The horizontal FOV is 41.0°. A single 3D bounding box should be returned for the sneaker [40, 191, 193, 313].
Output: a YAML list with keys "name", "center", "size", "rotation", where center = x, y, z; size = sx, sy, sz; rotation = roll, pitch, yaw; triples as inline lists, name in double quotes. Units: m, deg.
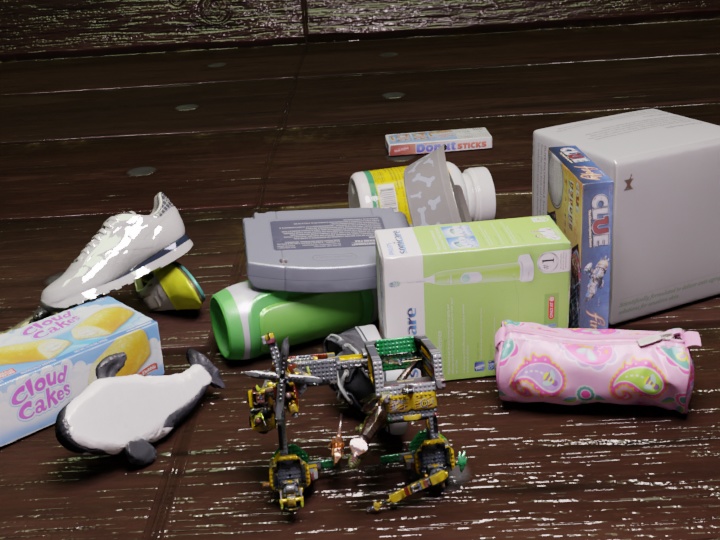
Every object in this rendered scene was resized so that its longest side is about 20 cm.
- name: "sneaker"
  center: [-0.300, -0.018, 1.153]
  size: [0.198, 0.082, 0.076]
  rotation: [-32, 14, -30]

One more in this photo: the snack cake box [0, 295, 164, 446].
- name: "snack cake box"
  center: [-0.326, 0.102, 1.035]
  size: [0.198, 0.069, 0.114]
  rotation: [-23, 31, -39]

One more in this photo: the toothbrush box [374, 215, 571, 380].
- name: "toothbrush box"
  center: [0.118, 0.031, 1.031]
  size: [0.195, 0.149, 0.086]
  rotation: [-6, 23, -5]

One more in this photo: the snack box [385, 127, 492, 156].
- name: "snack box"
  center: [0.147, -0.245, 1.823]
  size: [0.195, 0.025, 0.072]
  rotation: [-5, 24, -3]

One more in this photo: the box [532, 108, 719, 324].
- name: "box"
  center: [0.333, -0.073, 1.172]
  size: [0.195, 0.205, 0.171]
  rotation: [-12, 22, -21]

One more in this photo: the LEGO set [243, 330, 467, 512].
- name: "LEGO set"
  center: [-0.001, 0.130, 0.811]
  size: [0.195, 0.158, 0.116]
  rotation: [2, 5, -4]

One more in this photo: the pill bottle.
- name: "pill bottle"
  center: [0.087, -0.094, 1.369]
  size: [0.195, 0.115, 0.113]
  rotation: [-8, 23, -9]

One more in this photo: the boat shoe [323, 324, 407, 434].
- name: "boat shoe"
  center: [0.000, 0.108, 0.966]
  size: [0.066, 0.073, 0.200]
  rotation: [-6, 21, -10]

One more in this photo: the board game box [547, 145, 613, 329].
- name: "board game box"
  center: [0.238, -0.020, 1.060]
  size: [0.034, 0.204, 0.136]
  rotation: [-5, 23, -3]

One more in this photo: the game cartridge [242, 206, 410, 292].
- name: "game cartridge"
  center: [-0.035, -0.025, 1.103]
  size: [0.195, 0.042, 0.134]
  rotation: [-3, 29, -8]

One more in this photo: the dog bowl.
- name: "dog bowl"
  center: [0.104, -0.046, 1.165]
  size: [0.057, 0.204, 0.201]
  rotation: [-15, 21, 11]

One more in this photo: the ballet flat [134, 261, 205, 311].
- name: "ballet flat"
  center: [-0.255, 0.018, 1.243]
  size: [0.066, 0.068, 0.200]
  rotation: [-33, 28, -12]

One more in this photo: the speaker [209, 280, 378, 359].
- name: "speaker"
  center: [-0.070, 0.041, 1.113]
  size: [0.196, 0.090, 0.088]
  rotation: [-14, 25, -23]

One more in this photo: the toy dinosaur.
- name: "toy dinosaur"
  center: [-0.378, 0.056, 1.185]
  size: [0.197, 0.049, 0.087]
  rotation: [-23, 23, -32]

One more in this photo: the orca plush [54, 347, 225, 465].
- name: "orca plush"
  center: [-0.229, 0.132, 0.952]
  size: [0.070, 0.106, 0.200]
  rotation: [-26, 11, 36]

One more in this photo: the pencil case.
- name: "pencil case"
  center: [0.231, 0.092, 0.952]
  size: [0.195, 0.089, 0.088]
  rotation: [1, 23, 14]
